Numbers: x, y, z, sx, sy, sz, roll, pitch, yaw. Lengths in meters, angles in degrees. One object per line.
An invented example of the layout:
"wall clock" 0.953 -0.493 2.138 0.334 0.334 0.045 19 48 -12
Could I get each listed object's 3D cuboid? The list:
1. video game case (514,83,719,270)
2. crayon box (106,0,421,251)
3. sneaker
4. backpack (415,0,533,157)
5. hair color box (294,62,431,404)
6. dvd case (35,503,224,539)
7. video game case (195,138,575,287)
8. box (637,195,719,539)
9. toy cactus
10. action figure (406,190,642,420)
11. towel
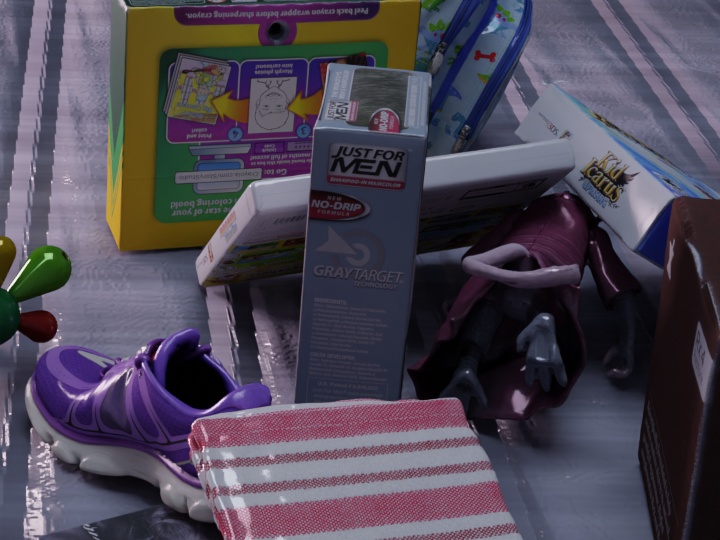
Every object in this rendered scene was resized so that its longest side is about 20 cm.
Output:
"video game case" 0.212 -0.024 1.214 0.199 0.046 0.181 29 12 -30
"crayon box" -0.067 -0.106 1.303 0.198 0.174 0.058 -4 29 -18
"sneaker" -0.104 0.065 1.030 0.080 0.084 0.199 -16 21 -41
"backpack" 0.047 -0.181 1.449 0.146 0.201 0.183 23 23 -6
"hair color box" 0.000 0.000 1.058 0.060 0.201 0.099 5 25 1
"dvd case" -0.047 0.163 0.925 0.148 0.016 0.200 -11 30 -30
"video game case" 0.010 -0.034 1.200 0.199 0.023 0.182 -9 -11 -17
"box" 0.255 0.073 0.987 0.198 0.165 0.166 4 26 0
"toy cactus" -0.256 0.042 1.087 0.199 0.103 0.166 -3 45 -21
"action figure" 0.095 0.001 1.152 0.133 0.150 0.200 7 39 20
"towel" 0.010 0.141 0.894 0.145 0.030 0.201 -3 47 -22
